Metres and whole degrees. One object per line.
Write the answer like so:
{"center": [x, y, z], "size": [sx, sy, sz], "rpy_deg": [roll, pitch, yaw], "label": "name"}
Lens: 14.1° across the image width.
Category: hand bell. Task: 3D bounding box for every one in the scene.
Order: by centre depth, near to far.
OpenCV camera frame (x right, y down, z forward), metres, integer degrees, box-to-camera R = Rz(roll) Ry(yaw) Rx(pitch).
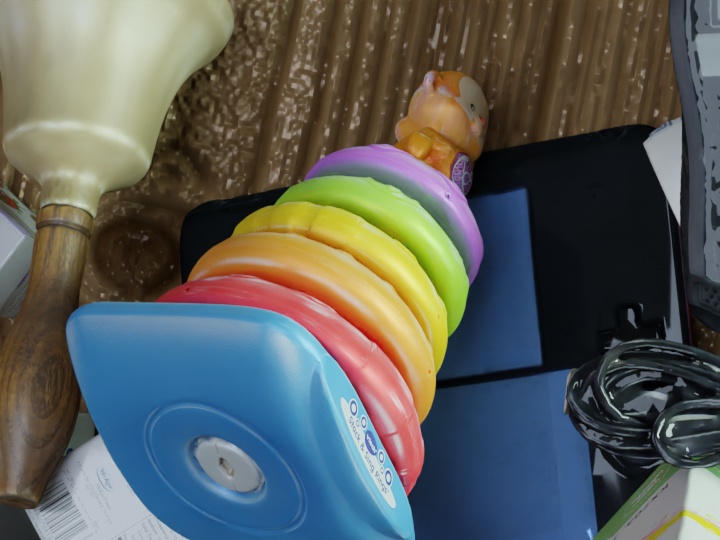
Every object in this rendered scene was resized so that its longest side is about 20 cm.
{"center": [-0.110, -0.011, 1.064], "size": [0.104, 0.104, 0.201], "rpy_deg": [-3, 64, 22], "label": "hand bell"}

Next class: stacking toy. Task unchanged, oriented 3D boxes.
{"center": [0.000, 0.000, 1.015], "size": [0.109, 0.116, 0.200], "rpy_deg": [2, 42, 35], "label": "stacking toy"}

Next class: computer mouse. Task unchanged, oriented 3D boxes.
{"center": [0.142, -0.033, 0.966], "size": [0.138, 0.053, 0.201], "rpy_deg": [3, 87, 10], "label": "computer mouse"}

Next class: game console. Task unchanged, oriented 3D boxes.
{"center": [0.029, 0.047, 1.076], "size": [0.199, 0.031, 0.178], "rpy_deg": [-9, 82, 20], "label": "game console"}

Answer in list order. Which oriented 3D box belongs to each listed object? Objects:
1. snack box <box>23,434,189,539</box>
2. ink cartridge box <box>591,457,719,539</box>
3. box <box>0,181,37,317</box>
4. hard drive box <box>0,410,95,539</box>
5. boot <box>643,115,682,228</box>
{"center": [-0.044, 0.145, 1.029], "size": [0.072, 0.024, 0.201], "rpy_deg": [-31, 77, 5], "label": "snack box"}
{"center": [0.089, 0.137, 0.926], "size": [0.067, 0.200, 0.117], "rpy_deg": [40, 105, -2], "label": "ink cartridge box"}
{"center": [-0.201, -0.058, 1.174], "size": [0.200, 0.039, 0.041], "rpy_deg": [43, 100, 20], "label": "box"}
{"center": [-0.177, 0.144, 1.083], "size": [0.076, 0.156, 0.201], "rpy_deg": [6, 88, 22], "label": "hard drive box"}
{"center": [0.178, 0.022, 0.996], "size": [0.090, 0.073, 0.201], "rpy_deg": [-26, 80, 8], "label": "boot"}
